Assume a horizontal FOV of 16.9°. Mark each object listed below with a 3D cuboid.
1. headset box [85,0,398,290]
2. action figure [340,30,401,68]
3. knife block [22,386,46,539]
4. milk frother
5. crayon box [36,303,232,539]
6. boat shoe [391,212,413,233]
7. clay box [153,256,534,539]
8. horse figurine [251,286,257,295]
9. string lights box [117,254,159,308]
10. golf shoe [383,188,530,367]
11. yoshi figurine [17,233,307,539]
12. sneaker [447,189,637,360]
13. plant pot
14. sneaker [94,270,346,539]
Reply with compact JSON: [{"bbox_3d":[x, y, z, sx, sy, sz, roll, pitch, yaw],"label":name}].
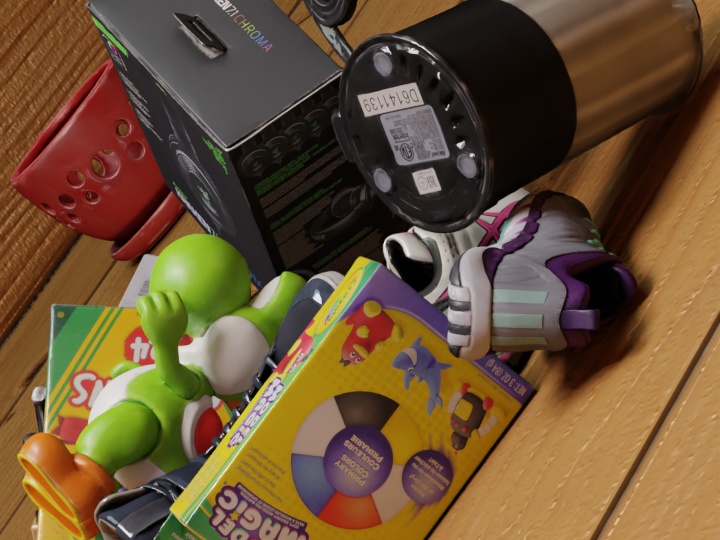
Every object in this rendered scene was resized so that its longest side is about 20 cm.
[{"bbox_3d":[-0.073,-0.094,1.546,0.093,0.174,0.200,-35,-36,-12],"label":"headset box"},{"bbox_3d":[0.066,-0.111,1.574,0.199,0.103,0.119,-14,-1,-32],"label":"action figure"},{"bbox_3d":[-0.184,0.176,1.599,0.200,0.175,0.064,-45,12,31],"label":"knife block"},{"bbox_3d":[0.065,-0.153,1.385,0.188,0.201,0.180,-29,31,-36],"label":"milk frother"},{"bbox_3d":[-0.133,0.123,1.489,0.051,0.126,0.201,104,167,-67],"label":"crayon box"},{"bbox_3d":[0.000,0.000,1.674,0.063,0.071,0.201,-9,-46,-39],"label":"boat shoe"},{"bbox_3d":[-0.012,0.107,1.297,0.200,0.115,0.048,-54,16,-6],"label":"clay box"},{"bbox_3d":[-0.084,0.061,1.745,0.133,0.050,0.201,-98,10,-56],"label":"horse figurine"},{"bbox_3d":[-0.132,0.100,1.651,0.103,0.059,0.201,-68,-17,-46],"label":"string lights box"},{"bbox_3d":[0.061,-0.006,1.422,0.073,0.092,0.200,-46,11,30],"label":"golf shoe"},{"bbox_3d":[-0.121,0.055,1.419,0.200,0.112,0.112,-43,38,-17],"label":"yoshi figurine"},{"bbox_3d":[0.113,0.008,1.299,0.200,0.087,0.075,-41,-48,-64],"label":"sneaker"},{"bbox_3d":[-0.293,-0.127,2.926,0.201,0.182,0.201,-49,11,13],"label":"plant pot"},{"bbox_3d":[-0.067,0.102,1.340,0.146,0.077,0.203,-12,-54,-39],"label":"sneaker"}]
